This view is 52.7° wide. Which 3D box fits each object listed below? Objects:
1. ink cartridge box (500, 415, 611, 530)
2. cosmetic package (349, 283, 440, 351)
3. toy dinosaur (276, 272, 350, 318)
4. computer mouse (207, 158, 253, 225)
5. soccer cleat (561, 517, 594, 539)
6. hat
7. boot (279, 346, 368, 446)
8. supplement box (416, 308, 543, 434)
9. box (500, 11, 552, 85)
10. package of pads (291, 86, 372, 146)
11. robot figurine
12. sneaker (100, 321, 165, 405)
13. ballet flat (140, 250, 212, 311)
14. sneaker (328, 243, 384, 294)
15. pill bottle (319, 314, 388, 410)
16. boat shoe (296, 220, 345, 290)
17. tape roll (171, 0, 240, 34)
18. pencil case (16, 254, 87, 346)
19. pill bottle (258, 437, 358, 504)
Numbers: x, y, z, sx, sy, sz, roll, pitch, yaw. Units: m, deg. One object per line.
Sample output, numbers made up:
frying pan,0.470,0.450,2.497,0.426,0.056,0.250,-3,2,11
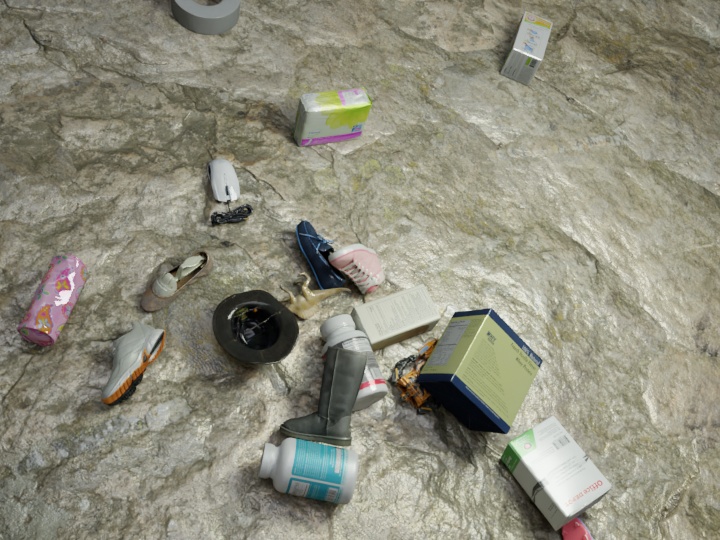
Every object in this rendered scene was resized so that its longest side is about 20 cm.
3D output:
ink cartridge box,0.435,0.452,1.627,0.145,0.085,0.201,-21,56,-25
cosmetic package,0.082,0.116,1.751,0.198,0.071,0.106,-16,67,-23
toy dinosaur,-0.129,0.062,1.735,0.198,0.058,0.102,-25,75,-7
computer mouse,-0.343,-0.210,1.837,0.108,0.044,0.202,-10,65,-19
soccer cleat,0.512,0.633,1.591,0.076,0.067,0.201,14,38,-53
hat,-0.240,0.145,1.645,0.198,0.081,0.203,7,51,-9
boot,-0.079,0.264,1.561,0.179,0.073,0.203,5,87,13
supplement box,0.272,0.227,1.648,0.200,0.134,0.201,43,65,-20
box,0.531,-0.710,2.317,0.100,0.113,0.202,22,57,0
package of pads,-0.077,-0.415,1.960,0.197,0.155,0.069,-13,65,-21
robot figurine,0.167,0.241,1.710,0.199,0.058,0.145,-36,77,-30
sneaker,-0.504,0.196,1.555,0.091,0.076,0.201,23,50,7
ballet flat,-0.425,0.016,1.673,0.068,0.067,0.200,41,59,11
sneaker,0.000,0.000,1.749,0.200,0.075,0.106,8,58,-64
pill bottle,-0.022,0.206,1.649,0.109,0.111,0.202,-14,65,-22
boat shoe,-0.089,-0.041,1.787,0.084,0.068,0.202,-9,68,-61
tape roll,-0.451,-0.785,2.121,0.197,0.066,0.203,6,59,-11
pencil case,-0.665,0.062,1.576,0.086,0.088,0.202,15,58,-6
pill bottle,-0.109,0.413,1.509,0.197,0.111,0.112,14,58,-7
